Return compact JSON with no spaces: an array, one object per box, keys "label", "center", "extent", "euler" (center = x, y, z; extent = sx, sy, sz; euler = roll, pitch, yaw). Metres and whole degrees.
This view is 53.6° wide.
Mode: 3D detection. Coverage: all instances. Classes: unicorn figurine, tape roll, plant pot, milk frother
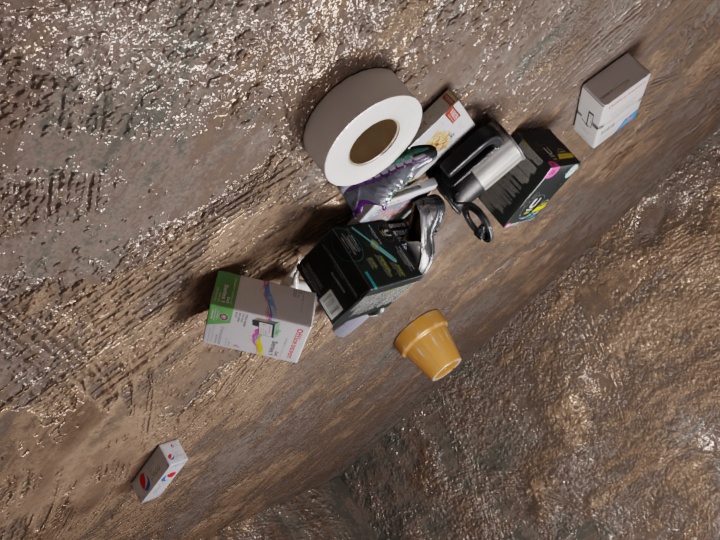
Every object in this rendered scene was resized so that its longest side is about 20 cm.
[{"label":"unicorn figurine","center":[-0.139,0.030,1.501],"extent":[0.199,0.074,0.139],"euler":[20,100,-42]},{"label":"tape roll","center":[0.004,-0.237,1.196],"extent":[0.201,0.071,0.203],"euler":[-32,158,-14]},{"label":"plant pot","center":[0.247,0.269,2.459],"extent":[0.199,0.184,0.201],"euler":[-31,158,-14]},{"label":"milk frother","center":[0.269,-0.189,1.509],"extent":[0.188,0.201,0.180],"euler":[-40,178,9]}]

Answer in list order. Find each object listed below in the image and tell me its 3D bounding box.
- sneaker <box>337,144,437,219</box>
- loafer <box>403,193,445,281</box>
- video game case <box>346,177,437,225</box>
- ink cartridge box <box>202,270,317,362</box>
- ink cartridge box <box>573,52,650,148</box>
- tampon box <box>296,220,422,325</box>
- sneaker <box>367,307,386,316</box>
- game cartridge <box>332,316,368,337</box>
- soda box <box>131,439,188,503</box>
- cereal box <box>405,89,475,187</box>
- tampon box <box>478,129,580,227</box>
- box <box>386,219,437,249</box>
[{"label":"sneaker","center":[0.059,-0.166,1.325],"extent":[0.198,0.088,0.075],"euler":[-18,-159,19]},{"label":"loafer","center":[0.121,-0.069,1.538],"extent":[0.072,0.073,0.202],"euler":[-7,118,-35]},{"label":"video game case","center":[0.049,-0.119,1.517],"extent":[0.181,0.023,0.200],"euler":[-22,167,-35]},{"label":"ink cartridge box","center":[-0.198,0.094,1.394],"extent":[0.197,0.085,0.145],"euler":[14,141,-10]},{"label":"ink cartridge box","center":[0.620,-0.419,1.768],"extent":[0.145,0.085,0.200],"euler":[-36,158,-4]},{"label":"tampon box","center":[0.000,0.000,1.451],"extent":[0.126,0.151,0.199],"euler":[-42,163,31]},{"label":"sneaker","center":[0.026,0.040,1.645],"extent":[0.084,0.200,0.075],"euler":[-4,116,-21]},{"label":"game cartridge","center":[0.006,0.074,1.782],"extent":[0.041,0.134,0.200],"euler":[37,111,-23]},{"label":"soda box","center":[-0.549,0.549,1.941],"extent":[0.063,0.068,0.200],"euler":[-7,144,-52]},{"label":"cereal box","center":[0.128,-0.251,1.402],"extent":[0.200,0.040,0.144],"euler":[-42,160,12]},{"label":"tampon box","center":[0.408,-0.227,1.750],"extent":[0.149,0.127,0.201],"euler":[-16,151,-44]},{"label":"box","center":[0.066,-0.057,1.643],"extent":[0.159,0.046,0.199],"euler":[-37,165,35]}]
